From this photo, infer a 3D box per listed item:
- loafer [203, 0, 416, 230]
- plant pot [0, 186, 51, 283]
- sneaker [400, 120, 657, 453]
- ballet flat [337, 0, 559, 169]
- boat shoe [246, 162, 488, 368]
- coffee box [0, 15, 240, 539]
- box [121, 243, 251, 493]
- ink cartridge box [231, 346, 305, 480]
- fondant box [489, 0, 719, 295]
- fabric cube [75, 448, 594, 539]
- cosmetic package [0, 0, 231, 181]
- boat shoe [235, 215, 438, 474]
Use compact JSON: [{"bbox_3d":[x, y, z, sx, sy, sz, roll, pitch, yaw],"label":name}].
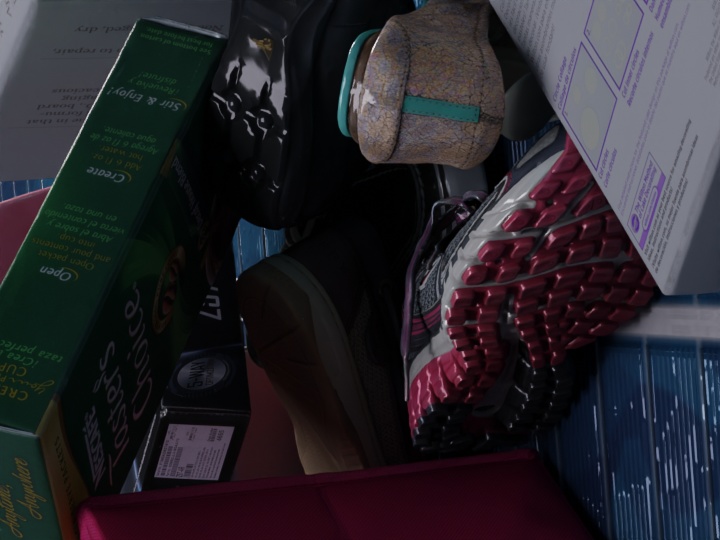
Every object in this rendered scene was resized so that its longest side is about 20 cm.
[{"bbox_3d":[-0.011,-0.109,0.971,0.068,0.070,0.201,34,127,30],"label":"loafer"},{"bbox_3d":[-0.221,0.059,1.538,0.179,0.200,0.200,68,158,-1],"label":"plant pot"},{"bbox_3d":[0.052,-0.002,0.942,0.200,0.081,0.075,120,142,-57],"label":"sneaker"},{"bbox_3d":[0.045,-0.071,0.937,0.200,0.067,0.068,-52,-31,-69],"label":"ballet flat"},{"bbox_3d":[0.000,0.000,1.096,0.200,0.064,0.071,124,137,-59],"label":"boat shoe"},{"bbox_3d":[-0.100,0.013,0.999,0.123,0.044,0.200,89,-161,-53],"label":"coffee box"},{"bbox_3d":[-0.100,0.069,1.255,0.200,0.044,0.160,110,158,-46],"label":"box"},{"bbox_3d":[-0.041,0.136,1.265,0.174,0.044,0.200,158,106,-69],"label":"ink cartridge box"},{"bbox_3d":[0.101,-0.111,0.821,0.200,0.058,0.144,-117,30,-42],"label":"fondant box"},{"bbox_3d":[0.003,0.208,0.950,0.199,0.200,0.196,-122,33,-51],"label":"fabric cube"},{"bbox_3d":[-0.110,-0.157,1.203,0.200,0.166,0.167,132,129,-61],"label":"cosmetic package"},{"bbox_3d":[0.007,0.060,1.066,0.072,0.065,0.200,36,155,46],"label":"boat shoe"}]
